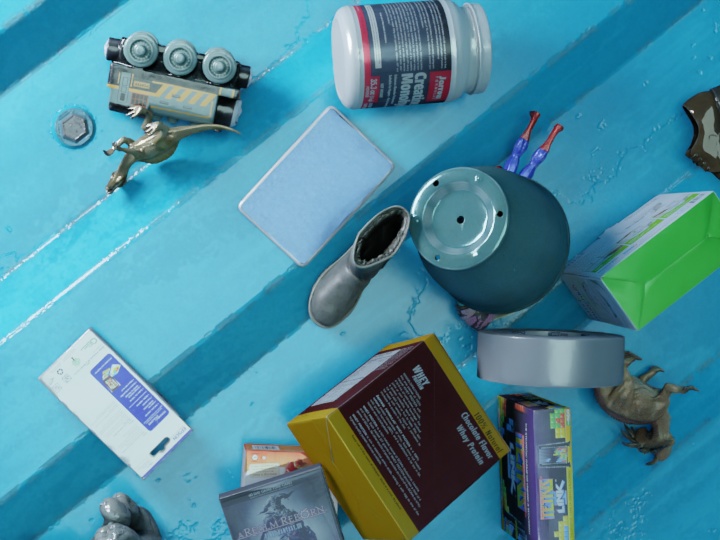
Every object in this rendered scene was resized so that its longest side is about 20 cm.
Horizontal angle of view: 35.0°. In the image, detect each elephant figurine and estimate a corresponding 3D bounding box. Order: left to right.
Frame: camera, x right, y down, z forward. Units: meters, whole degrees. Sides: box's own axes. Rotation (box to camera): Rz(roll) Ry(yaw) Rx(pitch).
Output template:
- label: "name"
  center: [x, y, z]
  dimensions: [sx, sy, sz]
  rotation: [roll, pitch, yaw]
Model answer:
- label: "elephant figurine"
  center: [-0.363, 0.402, 1.526]
  dimensions: [0.200, 0.155, 0.142]
  rotation: [-39, 140, 4]

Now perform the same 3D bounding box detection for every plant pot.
- label: "plant pot"
  center: [0.157, -0.052, 1.514]
  dimensions: [0.200, 0.188, 0.200]
  rotation: [-5, 79, 24]

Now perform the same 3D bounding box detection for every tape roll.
- label: "tape roll"
  center: [0.260, 0.118, 1.568]
  dimensions: [0.200, 0.200, 0.066]
  rotation: [1, 90, -9]

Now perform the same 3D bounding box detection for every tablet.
- label: "tablet"
  center: [-0.061, -0.118, 1.608]
  dimensions: [0.130, 0.014, 0.200]
  rotation: [43, 85, -8]

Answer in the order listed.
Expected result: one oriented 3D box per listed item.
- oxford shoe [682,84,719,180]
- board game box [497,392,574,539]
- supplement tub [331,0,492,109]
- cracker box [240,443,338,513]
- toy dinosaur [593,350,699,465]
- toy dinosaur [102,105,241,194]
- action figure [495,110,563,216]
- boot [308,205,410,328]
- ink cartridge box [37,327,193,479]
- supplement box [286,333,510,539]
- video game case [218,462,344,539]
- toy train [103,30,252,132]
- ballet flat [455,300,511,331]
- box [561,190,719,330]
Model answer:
- label: "oxford shoe"
  center: [0.523, -0.164, 1.680]
  dimensions: [0.084, 0.073, 0.200]
  rotation: [-19, 91, 7]
- label: "board game box"
  center: [0.241, 0.280, 1.586]
  dimensions: [0.057, 0.165, 0.200]
  rotation: [-2, 91, -9]
- label: "supplement tub"
  center: [0.067, -0.296, 1.561]
  dimensions: [0.200, 0.140, 0.140]
  rotation: [-6, 92, -8]
- label: "cracker box"
  center: [-0.101, 0.345, 1.587]
  dimensions: [0.134, 0.058, 0.200]
  rotation: [3, 91, -9]
- label: "toy dinosaur"
  center: [0.393, 0.195, 1.654]
  dimensions: [0.200, 0.086, 0.136]
  rotation: [29, 93, -3]
- label: "toy dinosaur"
  center: [-0.271, -0.178, 1.534]
  dimensions: [0.200, 0.101, 0.058]
  rotation: [-27, 62, 5]
- label: "action figure"
  center: [0.219, -0.127, 1.635]
  dimensions: [0.065, 0.052, 0.200]
  rotation: [30, 91, -3]
- label: "boot"
  center: [-0.002, 0.000, 1.524]
  dimensions: [0.073, 0.200, 0.182]
  rotation: [33, 86, -7]
- label: "ink cartridge box"
  center: [-0.332, 0.181, 1.558]
  dimensions: [0.099, 0.039, 0.200]
  rotation: [-44, 96, -6]
- label: "supplement box"
  center: [0.052, 0.225, 1.541]
  dimensions: [0.200, 0.133, 0.197]
  rotation: [-36, 96, -28]
- label: "video game case"
  center: [-0.094, 0.370, 1.535]
  dimensions: [0.143, 0.019, 0.200]
  rotation: [-17, 107, -4]
- label: "toy train"
  center: [-0.250, -0.256, 1.546]
  dimensions: [0.200, 0.085, 0.114]
  rotation: [10, 103, -12]
- label: "ballet flat"
  center: [0.227, 0.013, 1.636]
  dimensions: [0.200, 0.069, 0.071]
  rotation: [-40, 115, -2]
- label: "box"
  center: [0.403, -0.019, 1.601]
  dimensions: [0.200, 0.176, 0.097]
  rotation: [-37, 97, -7]
